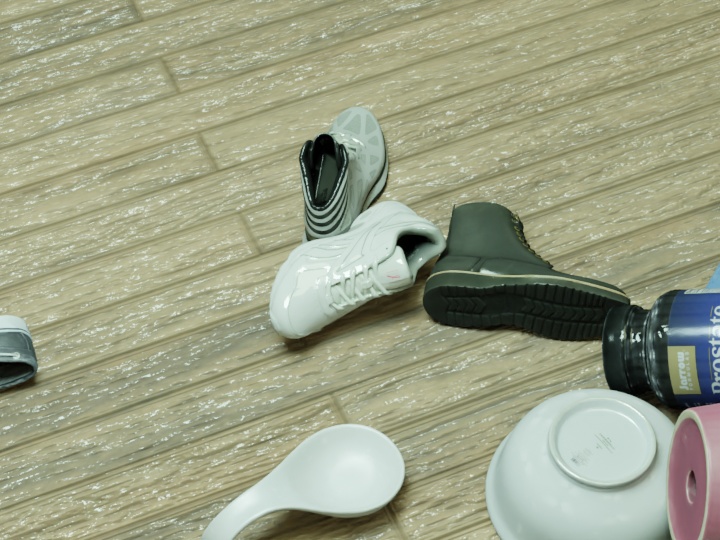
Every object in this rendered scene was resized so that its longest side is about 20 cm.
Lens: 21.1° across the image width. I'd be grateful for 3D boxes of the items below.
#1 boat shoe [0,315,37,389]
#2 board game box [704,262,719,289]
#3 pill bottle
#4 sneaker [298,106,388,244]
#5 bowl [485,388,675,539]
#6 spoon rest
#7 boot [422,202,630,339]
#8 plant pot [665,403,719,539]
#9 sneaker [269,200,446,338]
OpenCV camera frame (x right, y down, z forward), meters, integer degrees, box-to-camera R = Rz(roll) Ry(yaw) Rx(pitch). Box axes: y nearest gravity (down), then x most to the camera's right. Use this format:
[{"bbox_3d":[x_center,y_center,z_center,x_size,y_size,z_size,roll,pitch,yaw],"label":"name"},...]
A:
[{"bbox_3d":[-0.404,0.100,1.820,0.199,0.072,0.068,-11,49,-17],"label":"boat shoe"},{"bbox_3d":[0.444,0.028,1.872,0.199,0.043,0.199,23,56,19],"label":"board game box"},{"bbox_3d":[0.329,0.072,1.771,0.199,0.112,0.112,-3,47,26],"label":"pill bottle"},{"bbox_3d":[-0.015,-0.115,1.955,0.075,0.116,0.201,7,50,7],"label":"sneaker"},{"bbox_3d":[0.213,0.176,1.725,0.200,0.091,0.202,-1,49,1],"label":"bowl"},{"bbox_3d":[-0.051,0.201,1.729,0.199,0.061,0.099,-28,55,-20],"label":"spoon rest"},{"bbox_3d":[0.170,-0.011,1.895,0.199,0.078,0.139,8,46,7],"label":"boot"},{"bbox_3d":[0.360,0.184,1.627,0.178,0.200,0.201,3,50,-7],"label":"plant pot"},{"bbox_3d":[0.000,0.000,1.863,0.200,0.078,0.099,-38,30,-25],"label":"sneaker"}]
